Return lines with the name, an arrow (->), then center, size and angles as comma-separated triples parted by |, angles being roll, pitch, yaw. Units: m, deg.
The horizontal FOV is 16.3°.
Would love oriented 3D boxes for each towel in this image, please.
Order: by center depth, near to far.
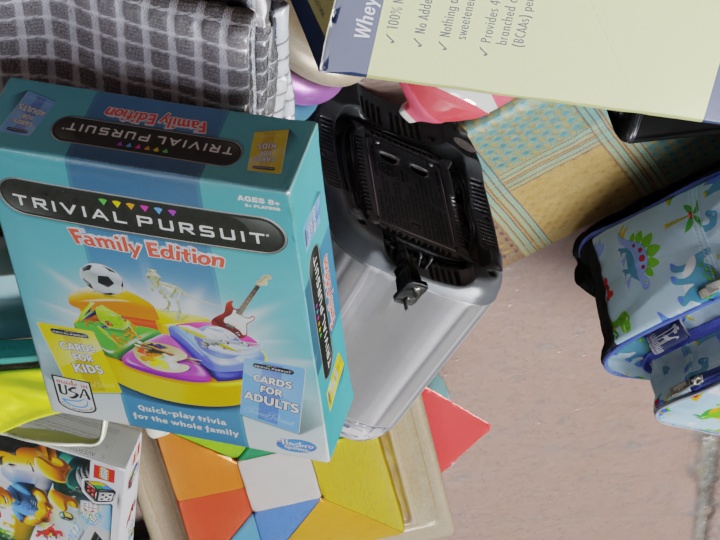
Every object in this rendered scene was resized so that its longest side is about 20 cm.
towel -> -0.119, -0.089, 1.211 | 0.165, 0.086, 0.200 | 15, 142, 11
towel -> 0.130, -0.077, 1.476 | 0.200, 0.022, 0.147 | -27, 143, 10

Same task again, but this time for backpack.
backpack -> 0.259, 0.012, 1.505 | 0.200, 0.147, 0.183 | -32, 151, 35

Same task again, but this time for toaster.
toaster -> 0.000, 0.000, 1.354 | 0.113, 0.200, 0.129 | 20, 122, -21

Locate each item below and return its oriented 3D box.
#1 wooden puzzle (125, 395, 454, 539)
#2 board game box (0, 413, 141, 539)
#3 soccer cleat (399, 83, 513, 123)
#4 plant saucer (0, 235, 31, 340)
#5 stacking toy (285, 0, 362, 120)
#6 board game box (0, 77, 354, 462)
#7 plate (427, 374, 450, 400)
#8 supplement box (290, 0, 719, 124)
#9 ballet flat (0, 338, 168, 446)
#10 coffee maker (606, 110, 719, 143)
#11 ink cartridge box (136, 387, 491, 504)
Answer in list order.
wooden puzzle -> -0.047, 0.119, 1.519 | 0.185, 0.037, 0.200 | -13, 132, 3
board game box -> -0.202, 0.149, 1.536 | 0.126, 0.035, 0.200 | 16, 140, 6
soccer cleat -> 0.022, -0.158, 1.240 | 0.076, 0.067, 0.200 | -16, 124, 21
plant saucer -> -0.177, 0.008, 1.363 | 0.200, 0.027, 0.200 | -8, 170, -1
stacking toy -> -0.081, -0.083, 1.324 | 0.085, 0.086, 0.200 | 15, 138, -39
board game box -> -0.089, 0.003, 1.205 | 0.151, 0.047, 0.200 | 9, 141, 14
plate -> -0.032, 0.122, 1.644 | 0.200, 0.026, 0.200 | -14, 144, -11
supplement box -> 0.085, -0.190, 1.129 | 0.199, 0.134, 0.200 | 7, 114, -14
ballet flat -> -0.138, 0.065, 1.429 | 0.199, 0.067, 0.067 | -8, 102, 6
coffee maker -> 0.227, -0.125, 1.342 | 0.199, 0.135, 0.193 | -4, 120, -7
ink cartridge box -> -0.040, 0.114, 1.566 | 0.200, 0.050, 0.161 | 32, 120, -26
